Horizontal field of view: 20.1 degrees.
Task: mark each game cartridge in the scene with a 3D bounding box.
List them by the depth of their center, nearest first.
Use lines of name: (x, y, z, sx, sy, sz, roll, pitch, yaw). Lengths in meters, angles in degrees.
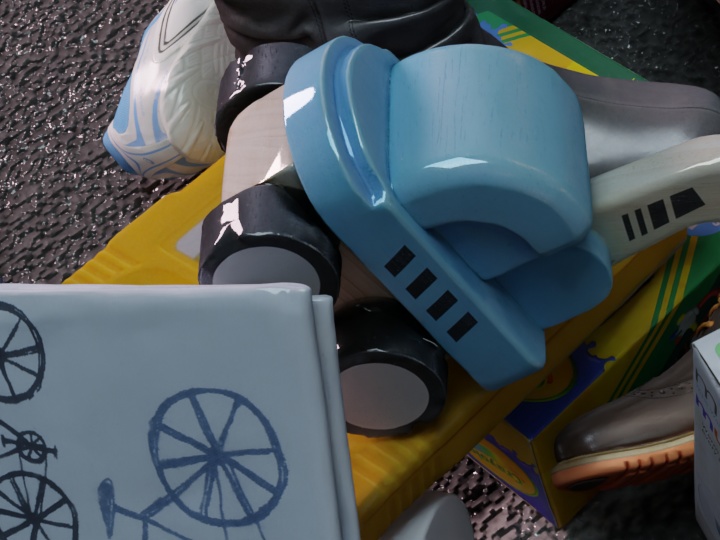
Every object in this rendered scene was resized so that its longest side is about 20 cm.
game cartridge: (0.000, 0.000, 0.795, 0.176, 0.032, 0.200, 28, 53, 32)

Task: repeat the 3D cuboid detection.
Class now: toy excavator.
toy excavator: (0.071, -0.020, 0.700, 0.200, 0.194, 0.100, -26, 38, 26)

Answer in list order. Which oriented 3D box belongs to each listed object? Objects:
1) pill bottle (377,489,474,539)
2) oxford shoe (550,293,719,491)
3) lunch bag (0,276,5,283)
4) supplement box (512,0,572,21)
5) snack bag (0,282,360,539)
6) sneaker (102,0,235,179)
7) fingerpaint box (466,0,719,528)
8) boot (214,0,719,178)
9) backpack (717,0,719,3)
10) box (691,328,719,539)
pill bottle: (-0.062, 0.119, 0.789, 0.200, 0.113, 0.113, 4, 55, 20)
oxford shoe: (0.155, 0.028, 0.799, 0.200, 0.071, 0.073, -23, 81, -17)
lunch bag: (-0.214, 0.052, 0.831, 0.082, 0.200, 0.161, 13, 59, 26)
supplement box: (0.035, -0.142, 0.963, 0.200, 0.109, 0.061, -41, 53, -17)
snack bag: (-0.094, 0.089, 0.710, 0.200, 0.189, 0.021, 0, 23, 19)
sneaker: (-0.067, -0.126, 1.011, 0.072, 0.072, 0.200, -5, 43, 39)
fingerpaint box: (0.066, -0.015, 0.877, 0.167, 0.073, 0.200, -41, 53, -15)
boot: (0.039, -0.080, 0.756, 0.200, 0.132, 0.070, -2, 44, 8)
backpack: (0.204, -0.190, 0.904, 0.200, 0.154, 0.191, -56, 30, 15)
box: (0.223, 0.053, 0.702, 0.200, 0.177, 0.097, -26, 62, -3)
